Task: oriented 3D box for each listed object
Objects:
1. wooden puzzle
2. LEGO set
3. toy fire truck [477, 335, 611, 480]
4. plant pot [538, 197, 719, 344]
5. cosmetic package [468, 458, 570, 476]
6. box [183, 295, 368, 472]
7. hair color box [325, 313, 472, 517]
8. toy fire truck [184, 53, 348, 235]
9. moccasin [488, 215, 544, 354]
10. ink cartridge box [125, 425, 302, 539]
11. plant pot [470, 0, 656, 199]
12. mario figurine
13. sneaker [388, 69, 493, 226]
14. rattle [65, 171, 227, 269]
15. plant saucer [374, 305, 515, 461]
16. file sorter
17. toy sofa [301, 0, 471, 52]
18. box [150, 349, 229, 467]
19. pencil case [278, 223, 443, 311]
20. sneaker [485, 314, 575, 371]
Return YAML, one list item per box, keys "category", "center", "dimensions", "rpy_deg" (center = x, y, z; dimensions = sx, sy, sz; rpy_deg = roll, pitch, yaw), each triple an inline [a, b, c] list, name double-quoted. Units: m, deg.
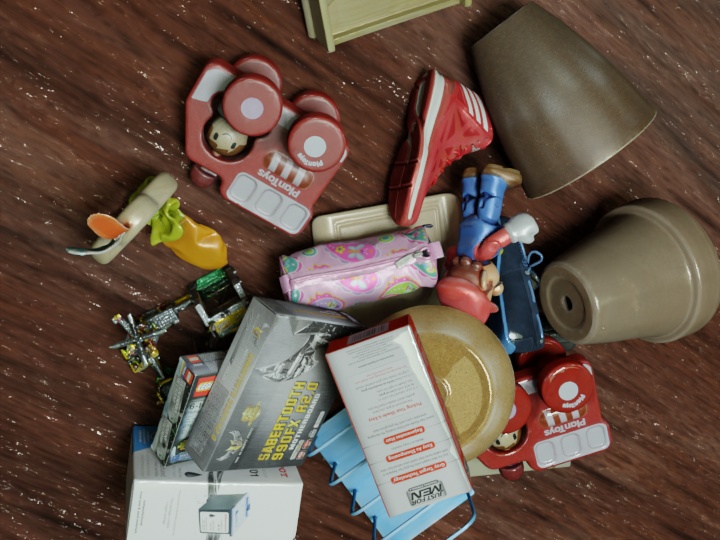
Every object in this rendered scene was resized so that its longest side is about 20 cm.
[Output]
- category: "wooden puzzle"
  center: [0.043, 0.001, 0.998]
  dimensions: [0.200, 0.037, 0.185]
  rpy_deg: [-10, 105, -10]
- category: "LEGO set"
  center: [-0.188, 0.088, 0.900]
  dimensions: [0.200, 0.116, 0.154]
  rpy_deg: [-21, 109, -11]
- category: "toy fire truck"
  center: [0.222, 0.192, 0.980]
  dimensions: [0.200, 0.112, 0.168]
  rpy_deg: [-18, 106, -3]
- category: "plant pot"
  center: [0.338, 0.018, 0.994]
  dimensions: [0.174, 0.200, 0.201]
  rpy_deg: [-17, 108, -22]
- category: "cosmetic package"
  center: [0.207, 0.234, 1.088]
  dimensions: [0.200, 0.073, 0.104]
  rpy_deg: [-1, 104, -16]
- category: "box"
  center: [-0.094, 0.135, 0.867]
  dimensions: [0.158, 0.048, 0.200]
  rpy_deg: [15, 105, -51]
- category: "hair color box"
  center: [0.044, 0.161, 0.834]
  dimensions: [0.101, 0.061, 0.200]
  rpy_deg: [-20, 97, 6]
- category: "toy fire truck"
  center: [-0.118, -0.146, 0.878]
  dimensions: [0.200, 0.112, 0.168]
  rpy_deg: [28, 113, -21]
- category: "moccasin"
  center: [0.203, 0.021, 0.993]
  dimensions: [0.068, 0.080, 0.200]
  rpy_deg: [5, 64, -9]
- category: "ink cartridge box"
  center: [-0.186, 0.264, 0.931]
  dimensions: [0.200, 0.146, 0.086]
  rpy_deg: [5, 103, -19]
- category: "plant pot"
  center: [0.231, -0.225, 0.936]
  dimensions: [0.187, 0.187, 0.200]
  rpy_deg: [-38, 98, -5]
- category: "mario figurine"
  center: [0.158, -0.024, 0.935]
  dimensions: [0.106, 0.123, 0.200]
  rpy_deg: [11, 85, 6]
- category: "sneaker"
  center: [0.111, -0.144, 0.950]
  dimensions: [0.115, 0.078, 0.200]
  rpy_deg: [14, 91, -21]
- category: "rattle"
  center: [-0.224, -0.022, 0.814]
  dimensions: [0.130, 0.200, 0.143]
  rpy_deg: [-32, 107, -6]
- category: "plant saucer"
  center: [0.083, 0.142, 0.884]
  dimensions: [0.200, 0.035, 0.201]
  rpy_deg: [0, 94, 6]
- category: "file sorter"
  center: [0.040, 0.266, 0.974]
  dimensions: [0.139, 0.123, 0.200]
  rpy_deg: [-37, 89, 2]
- category: "toy sofa"
  center: [0.026, -0.342, 0.889]
  dimensions: [0.200, 0.098, 0.083]
  rpy_deg: [-22, 134, -11]
- category: "box"
  center: [-0.143, 0.157, 0.911]
  dimensions: [0.200, 0.040, 0.137]
  rpy_deg: [-4, 124, -45]
- category: "pencil case"
  center: [0.000, 0.000, 0.923]
  dimensions: [0.200, 0.087, 0.088]
  rpy_deg: [-11, 107, -4]
- category: "sneaker"
  center: [0.210, 0.113, 1.066]
  dimensions: [0.200, 0.076, 0.091]
  rpy_deg: [-2, 111, -8]
